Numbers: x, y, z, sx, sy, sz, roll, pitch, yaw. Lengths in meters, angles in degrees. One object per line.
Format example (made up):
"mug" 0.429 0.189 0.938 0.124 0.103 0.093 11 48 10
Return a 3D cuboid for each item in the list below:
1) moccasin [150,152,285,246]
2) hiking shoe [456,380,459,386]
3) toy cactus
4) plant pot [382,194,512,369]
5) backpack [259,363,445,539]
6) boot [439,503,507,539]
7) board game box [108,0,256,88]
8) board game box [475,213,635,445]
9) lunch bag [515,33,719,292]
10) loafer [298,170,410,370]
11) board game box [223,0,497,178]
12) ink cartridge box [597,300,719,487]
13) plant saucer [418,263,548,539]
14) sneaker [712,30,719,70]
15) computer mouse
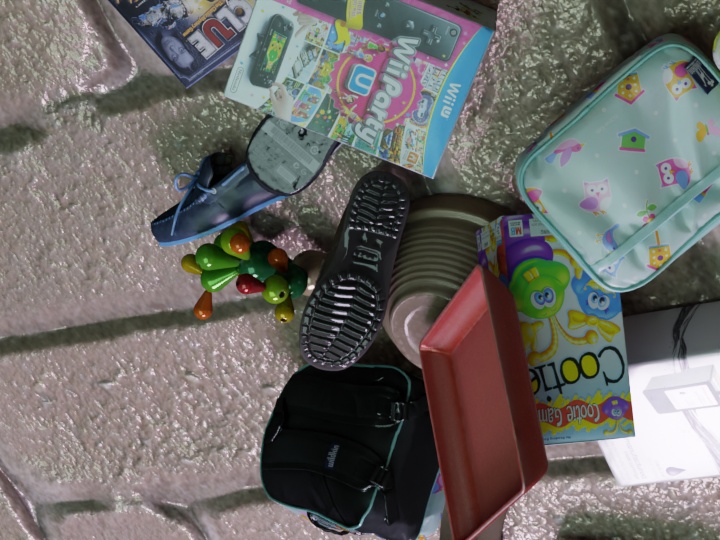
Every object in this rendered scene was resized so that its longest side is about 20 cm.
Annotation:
"moccasin" -0.127 -0.088 1.729 0.199 0.081 0.068 -25 107 23
"hiking shoe" 0.134 0.133 1.716 0.074 0.087 0.200 44 166 24
"toy cactus" -0.082 0.007 1.734 0.164 0.103 0.200 7 -179 -21
"plant pot" 0.089 0.034 1.694 0.200 0.093 0.202 13 129 17
"backpack" -0.001 0.183 1.799 0.199 0.177 0.153 7 166 42
"boot" 0.104 0.287 1.848 0.070 0.146 0.201 1 126 28
"board game box" -0.135 -0.267 1.608 0.200 0.035 0.136 -30 109 40
"board game box" 0.170 0.054 1.571 0.102 0.201 0.105 -5 174 -10
"lunch bag" 0.242 -0.088 1.477 0.200 0.077 0.161 -40 94 12
"loafer" 0.000 0.000 1.669 0.073 0.071 0.201 22 102 -3
"board game box" 0.000 -0.189 1.534 0.199 0.064 0.148 21 113 -3
"ink cartridge box" 0.314 0.113 1.647 0.199 0.084 0.146 -11 120 33
"plant saucer" 0.108 0.121 1.539 0.036 0.201 0.200 -3 158 -17
"sneaker" 0.385 -0.166 1.399 0.199 0.076 0.105 23 124 -2
"computer mouse" -0.007 -0.138 1.623 0.140 0.046 0.200 35 112 2
